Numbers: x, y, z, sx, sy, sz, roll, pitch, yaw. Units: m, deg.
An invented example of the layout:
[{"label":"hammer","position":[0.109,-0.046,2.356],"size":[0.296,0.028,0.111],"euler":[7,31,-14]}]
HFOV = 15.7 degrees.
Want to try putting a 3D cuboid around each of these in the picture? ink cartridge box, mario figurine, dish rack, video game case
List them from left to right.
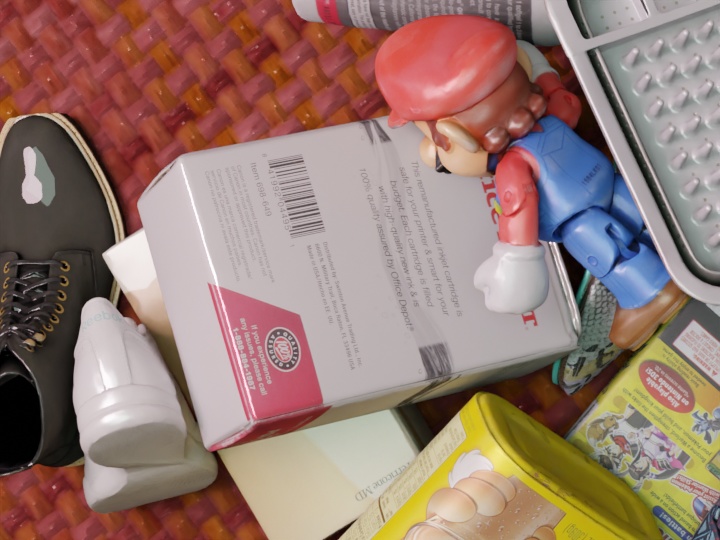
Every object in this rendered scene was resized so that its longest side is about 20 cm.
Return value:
[{"label":"ink cartridge box","position":[0.000,0.000,1.375],"size":[0.199,0.085,0.147],"euler":[-12,80,-25]},{"label":"mario figurine","position":[0.083,-0.047,1.343],"size":[0.200,0.123,0.106],"euler":[44,101,-2]},{"label":"dish rack","position":[0.193,-0.087,1.315],"size":[0.171,0.044,0.201],"euler":[-20,77,-17]},{"label":"video game case","position":[0.226,0.110,1.430],"size":[0.200,0.025,0.181],"euler":[41,99,5]}]

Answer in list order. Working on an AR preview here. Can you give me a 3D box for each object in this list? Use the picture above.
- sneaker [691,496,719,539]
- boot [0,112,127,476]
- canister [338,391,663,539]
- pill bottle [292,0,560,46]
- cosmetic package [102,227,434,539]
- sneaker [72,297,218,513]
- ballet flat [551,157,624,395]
[{"label":"sneaker","position":[0.211,0.105,1.364],"size":[0.201,0.095,0.079],"euler":[-55,40,2]},{"label":"boot","position":[-0.178,0.013,1.438],"size":[0.077,0.138,0.202],"euler":[-10,91,10]},{"label":"canister","position":[0.049,0.177,1.400],"size":[0.148,0.087,0.200],"euler":[34,108,-27]},{"label":"pill bottle","position":[0.067,-0.179,1.398],"size":[0.198,0.111,0.112],"euler":[7,94,10]},{"label":"cosmetic package","position":[-0.046,0.049,1.451],"size":[0.105,0.071,0.201],"euler":[-32,87,10]},{"label":"sneaker","position":[-0.124,0.072,1.417],"size":[0.075,0.200,0.089],"euler":[-15,71,-8]},{"label":"ballet flat","position":[0.157,-0.024,1.410],"size":[0.071,0.072,0.202],"euler":[15,95,9]}]
